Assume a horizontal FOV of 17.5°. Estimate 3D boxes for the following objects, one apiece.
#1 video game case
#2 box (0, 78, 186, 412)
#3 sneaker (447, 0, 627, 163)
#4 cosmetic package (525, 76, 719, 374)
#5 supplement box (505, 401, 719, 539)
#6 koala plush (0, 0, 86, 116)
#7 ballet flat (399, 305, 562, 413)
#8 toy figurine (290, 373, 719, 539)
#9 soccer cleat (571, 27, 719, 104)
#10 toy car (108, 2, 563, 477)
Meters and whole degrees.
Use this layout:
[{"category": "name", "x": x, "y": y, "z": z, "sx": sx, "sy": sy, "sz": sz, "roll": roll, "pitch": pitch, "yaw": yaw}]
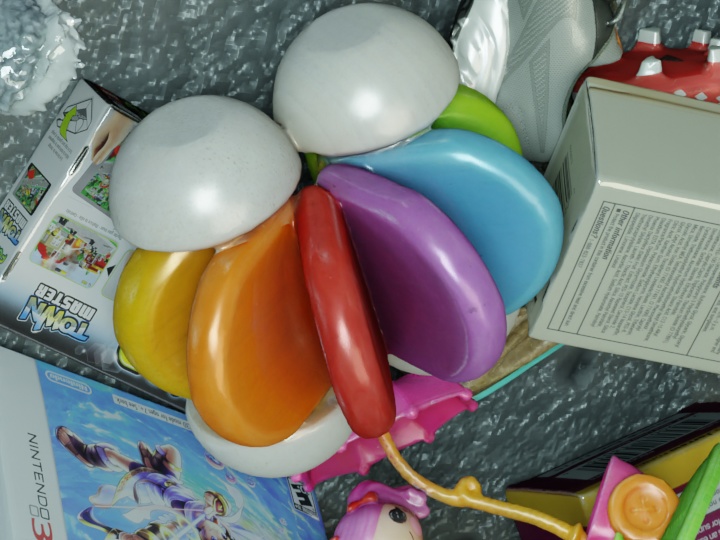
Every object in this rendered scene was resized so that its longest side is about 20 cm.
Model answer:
[{"category": "video game case", "x": -0.088, "y": 0.139, "z": 1.037, "sx": 0.199, "sy": 0.182, "sz": 0.045, "roll": 23, "pitch": 127, "yaw": -38}, {"category": "box", "x": -0.075, "y": 0.005, "z": 1.065, "sx": 0.199, "sy": 0.035, "sz": 0.110, "roll": 29, "pitch": 99, "yaw": -38}, {"category": "sneaker", "x": 0.087, "y": -0.140, "z": 1.044, "sx": 0.079, "sy": 0.074, "sz": 0.202, "roll": 14, "pitch": 119, "yaw": 4}, {"category": "cosmetic package", "x": 0.181, "y": -0.010, "z": 1.051, "sx": 0.198, "sy": 0.073, "sz": 0.104, "roll": 11, "pitch": 134, "yaw": -11}, {"category": "supplement box", "x": 0.180, "y": 0.184, "z": 1.223, "sx": 0.130, "sy": 0.103, "sz": 0.202, "roll": -20, "pitch": 93, "yaw": -20}, {"category": "koala plush", "x": -0.204, "y": -0.094, "z": 0.827, "sx": 0.176, "sy": 0.200, "sz": 0.185, "roll": -7, "pitch": 119, "yaw": -27}, {"category": "ballet flat", "x": 0.103, "y": -0.001, "z": 1.161, "sx": 0.199, "sy": 0.068, "sz": 0.073, "roll": -24, "pitch": 107, "yaw": -13}, {"category": "toy figurine", "x": 0.048, "y": 0.132, "z": 1.082, "sx": 0.201, "sy": 0.183, "sz": 0.150, "roll": -62, "pitch": 172, "yaw": -22}, {"category": "soccer cleat", "x": 0.190, "y": -0.076, "z": 1.159, "sx": 0.199, "sy": 0.068, "sz": 0.086, "roll": -8, "pitch": 109, "yaw": -33}, {"category": "toy car", "x": 0.000, "y": 0.000, "z": 0.989, "sx": 0.199, "sy": 0.150, "sz": 0.176, "roll": -31, "pitch": 125, "yaw": -17}]
